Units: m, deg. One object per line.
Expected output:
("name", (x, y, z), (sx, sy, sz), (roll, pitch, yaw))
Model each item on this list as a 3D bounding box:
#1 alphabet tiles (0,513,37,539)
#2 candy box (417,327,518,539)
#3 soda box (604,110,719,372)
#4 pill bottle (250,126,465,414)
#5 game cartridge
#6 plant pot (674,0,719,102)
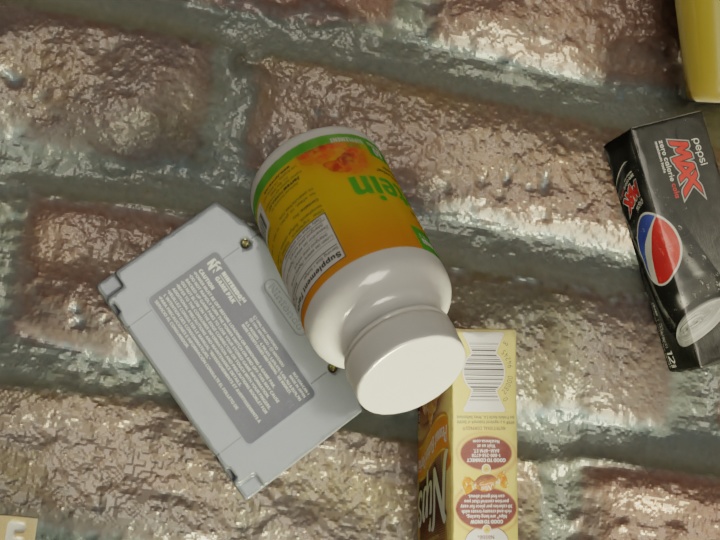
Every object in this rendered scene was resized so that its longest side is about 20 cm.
("alphabet tiles", (-0.255, 0.227, 0.732), (0.199, 0.007, 0.169), (21, 69, -52))
("candy box", (0.079, 0.148, 0.934), (0.055, 0.115, 0.203), (2, 82, -9))
("soda box", (0.267, -0.023, 1.018), (0.070, 0.063, 0.202), (-15, 85, -12))
("pill bottle", (0.000, 0.000, 0.899), (0.110, 0.112, 0.201), (-18, 53, -12))
("game cartridge", (-0.094, 0.056, 0.958), (0.133, 0.042, 0.201), (-35, 89, -17))
("plant pot", (0.337, -0.230, 1.003), (0.198, 0.201, 0.192), (0, 99, -10))
